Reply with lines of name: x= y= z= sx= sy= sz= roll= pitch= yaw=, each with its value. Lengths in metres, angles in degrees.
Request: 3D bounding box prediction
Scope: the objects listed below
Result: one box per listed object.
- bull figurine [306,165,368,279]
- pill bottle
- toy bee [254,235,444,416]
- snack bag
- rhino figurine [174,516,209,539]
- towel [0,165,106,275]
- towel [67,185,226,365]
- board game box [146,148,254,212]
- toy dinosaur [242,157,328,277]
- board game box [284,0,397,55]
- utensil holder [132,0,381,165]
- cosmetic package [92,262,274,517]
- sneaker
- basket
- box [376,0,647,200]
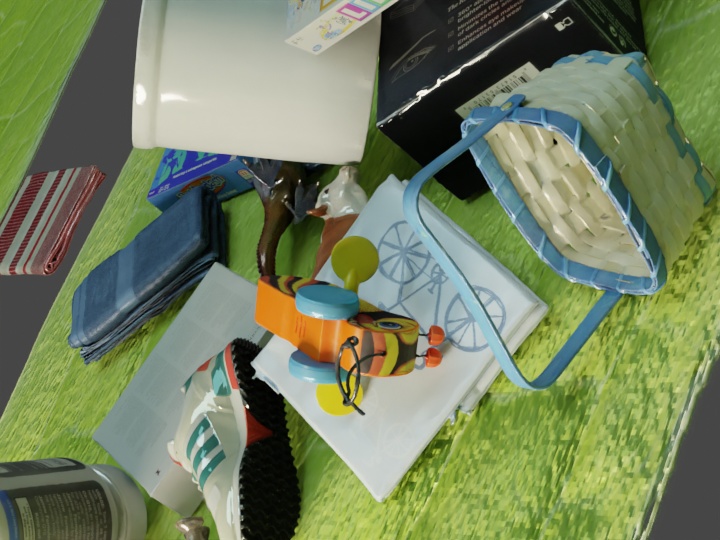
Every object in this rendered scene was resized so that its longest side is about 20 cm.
bull figurine: x=0.000 y=0.000 z=1.342 sx=0.121 sy=0.065 sz=0.201 roll=-12 pitch=53 yaw=38
pill bottle: x=-0.273 y=0.213 z=1.337 sx=0.113 sy=0.200 sz=0.115 roll=-2 pitch=86 yaw=30
toy bee: x=0.000 y=0.056 z=1.191 sx=0.200 sy=0.108 sz=0.131 roll=-118 pitch=37 yaw=-46
snack bag: x=0.024 y=0.053 z=1.236 sx=0.200 sy=0.021 sz=0.188 roll=-53 pitch=52 yaw=8
rhino figurine: x=-0.180 y=0.270 z=1.300 sx=0.199 sy=0.060 sz=0.088 roll=-30 pitch=63 yaw=34
towel: x=-0.388 y=-0.057 z=1.958 sx=0.200 sy=0.023 sz=0.145 roll=-1 pitch=60 yaw=55
towel: x=-0.215 y=0.004 z=1.640 sx=0.200 sy=0.048 sz=0.112 roll=-37 pitch=34 yaw=24
board game box: x=-0.136 y=-0.162 z=1.710 sx=0.152 sy=0.045 sz=0.201 roll=-20 pitch=43 yaw=42
toy dinosaur: x=-0.087 y=-0.093 z=1.542 sx=0.201 sy=0.105 sz=0.181 roll=-65 pitch=11 yaw=1
board game box: x=0.013 y=-0.268 z=1.258 sx=0.200 sy=0.034 sz=0.135 roll=-25 pitch=54 yaw=51
utensil holder: x=-0.089 y=-0.179 z=1.400 sx=0.170 sy=0.199 sz=0.171 roll=-173 pitch=90 yaw=-86
cosmetic package: x=-0.140 y=0.102 z=1.436 sx=0.200 sy=0.052 sz=0.151 roll=-55 pitch=30 yaw=-5
sneaker: x=-0.108 y=0.157 z=1.299 sx=0.093 sy=0.070 sz=0.201 roll=-31 pitch=50 yaw=31
basket: x=0.137 y=-0.041 z=1.109 sx=0.200 sy=0.177 sz=0.139 roll=-44 pitch=26 yaw=-25
box: x=0.123 y=-0.199 z=1.337 sx=0.196 sy=0.117 sz=0.201 roll=-30 pitch=38 yaw=30
